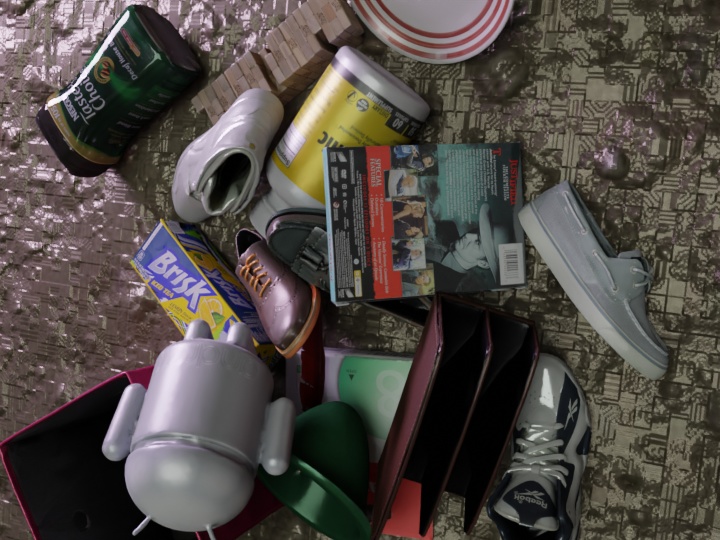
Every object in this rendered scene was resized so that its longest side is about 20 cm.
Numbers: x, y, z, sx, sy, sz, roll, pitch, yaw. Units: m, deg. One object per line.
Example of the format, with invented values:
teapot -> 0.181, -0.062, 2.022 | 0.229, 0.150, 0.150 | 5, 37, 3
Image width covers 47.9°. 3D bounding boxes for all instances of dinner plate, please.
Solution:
dinner plate -> 0.062, -0.296, 0.777 | 0.199, 0.024, 0.201 | 23, 139, 21

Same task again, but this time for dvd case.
dvd case -> 0.064, -0.048, 0.776 | 0.198, 0.022, 0.148 | -5, 92, -15

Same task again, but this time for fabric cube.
fabric cube -> -0.221, 0.219, 0.879 | 0.195, 0.199, 0.201 | -29, 82, 20

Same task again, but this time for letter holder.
letter holder -> 0.084, 0.145, 0.733 | 0.100, 0.142, 0.202 | 17, 109, 1

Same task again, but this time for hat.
hat -> -0.012, 0.155, 0.832 | 0.165, 0.201, 0.176 | 18, 55, 33

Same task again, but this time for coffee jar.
coffee jar -> -0.286, -0.203, 0.942 | 0.200, 0.085, 0.105 | -40, 78, 20

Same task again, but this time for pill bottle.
pill bottle -> -0.028, -0.114, 0.826 | 0.111, 0.111, 0.201 | 41, 108, 15

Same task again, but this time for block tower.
block tower -> -0.087, -0.218, 0.875 | 0.199, 0.054, 0.058 | -33, 80, 22

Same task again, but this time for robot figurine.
robot figurine -> -0.142, 0.142, 0.724 | 0.168, 0.113, 0.201 | 1, 53, 8

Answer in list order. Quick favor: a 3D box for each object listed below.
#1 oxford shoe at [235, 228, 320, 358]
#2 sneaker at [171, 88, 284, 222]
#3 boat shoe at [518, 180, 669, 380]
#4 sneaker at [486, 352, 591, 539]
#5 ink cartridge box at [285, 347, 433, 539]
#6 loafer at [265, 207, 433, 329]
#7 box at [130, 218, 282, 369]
oxford shoe -> -0.093, 0.019, 0.816 | 0.073, 0.200, 0.071 | 33, 102, -27
sneaker -> -0.158, -0.092, 0.854 | 0.073, 0.116, 0.200 | 30, 133, -18
boat shoe -> 0.229, 0.004, 0.747 | 0.071, 0.070, 0.202 | -40, 76, 23
sneaker -> 0.166, 0.184, 0.751 | 0.079, 0.129, 0.201 | 7, 96, 20
ink cartridge box -> -0.002, 0.187, 0.867 | 0.159, 0.050, 0.202 | 1, 91, 23
loafer -> 0.000, 0.000, 0.793 | 0.198, 0.063, 0.072 | 22, 124, -16
box -> -0.169, 0.035, 0.901 | 0.070, 0.064, 0.200 | -50, 64, 17
